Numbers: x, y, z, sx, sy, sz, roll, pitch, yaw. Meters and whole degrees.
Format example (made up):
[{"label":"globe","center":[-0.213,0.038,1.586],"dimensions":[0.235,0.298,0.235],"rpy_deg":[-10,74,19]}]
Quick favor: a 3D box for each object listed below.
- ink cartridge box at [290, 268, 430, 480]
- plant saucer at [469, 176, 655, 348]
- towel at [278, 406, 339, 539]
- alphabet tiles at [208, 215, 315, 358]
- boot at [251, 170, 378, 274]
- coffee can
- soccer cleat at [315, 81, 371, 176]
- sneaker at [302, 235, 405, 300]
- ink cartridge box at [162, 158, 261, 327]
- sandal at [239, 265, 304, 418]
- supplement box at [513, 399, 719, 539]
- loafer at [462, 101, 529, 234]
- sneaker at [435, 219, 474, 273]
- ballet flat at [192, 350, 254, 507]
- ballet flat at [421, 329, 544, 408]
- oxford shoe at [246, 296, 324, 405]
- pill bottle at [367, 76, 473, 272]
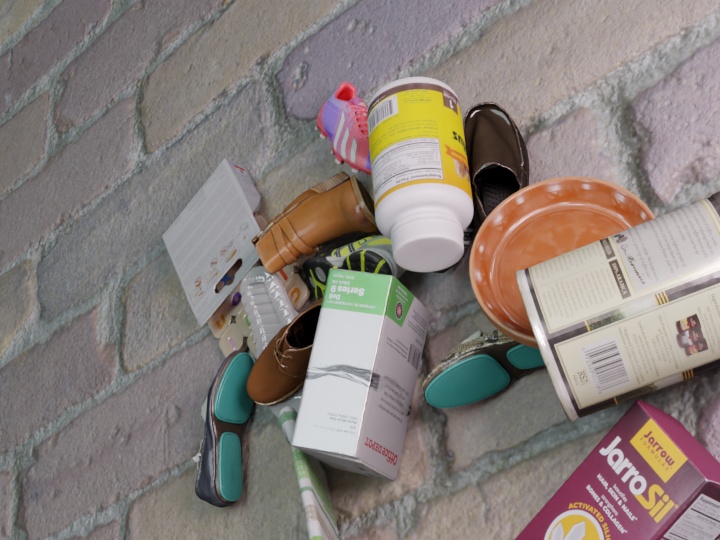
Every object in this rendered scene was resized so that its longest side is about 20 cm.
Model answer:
[{"label":"ink cartridge box","center":[0.003,0.117,1.366],"dimensions":[0.083,0.146,0.203],"rpy_deg":[7,74,22]},{"label":"plant saucer","center":[0.210,-0.006,1.256],"dimensions":[0.197,0.032,0.203],"rpy_deg":[-8,56,12]},{"label":"towel","center":[-0.052,0.270,1.369],"dimensions":[0.030,0.150,0.202],"rpy_deg":[-17,53,3]},{"label":"alphabet tiles","center":[-0.134,0.021,1.665],"dimensions":[0.201,0.015,0.196],"rpy_deg":[-53,40,13]},{"label":"boot","center":[-0.055,-0.048,1.514],"dimensions":[0.154,0.074,0.200],"rpy_deg":[-35,15,-4]},{"label":"coffee can","center":[0.255,0.033,1.106],"dimensions":[0.198,0.147,0.148],"rpy_deg":[-21,54,10]},{"label":"soccer cleat","center":[-0.004,-0.178,1.574],"dimensions":[0.077,0.066,0.200],"rpy_deg":[-64,28,16]},{"label":"sneaker","center":[0.000,0.000,1.507],"dimensions":[0.076,0.076,0.199],"rpy_deg":[-32,14,-31]},{"label":"ink cartridge box","center":[-0.192,-0.037,1.733],"dimensions":[0.162,0.050,0.201],"rpy_deg":[-48,47,19]},{"label":"sandal","center":[-0.095,0.090,1.562],"dimensions":[0.082,0.050,0.205],"rpy_deg":[-23,72,27]},{"label":"supplement box","center":[0.239,0.234,1.122],"dimensions":[0.201,0.085,0.111],"rpy_deg":[-52,43,14]},{"label":"loafer","center":[0.155,-0.110,1.373],"dimensions":[0.072,0.071,0.202],"rpy_deg":[-15,63,8]},{"label":"sneaker","center":[0.081,-0.080,1.463],"dimensions":[0.080,0.073,0.202],"rpy_deg":[-47,39,48]},{"label":"ballet flat","center":[-0.181,0.203,1.588],"dimensions":[0.072,0.073,0.203],"rpy_deg":[-14,64,41]},{"label":"ballet flat","center":[0.154,0.083,1.310],"dimensions":[0.199,0.068,0.076],"rpy_deg":[-28,31,28]},{"label":"oxford shoe","center":[-0.084,0.094,1.482],"dimensions":[0.200,0.071,0.072],"rpy_deg":[-47,70,28]},{"label":"pill bottle","center":[0.066,-0.104,1.359],"dimensions":[0.109,0.109,0.202],"rpy_deg":[-27,54,35]}]
